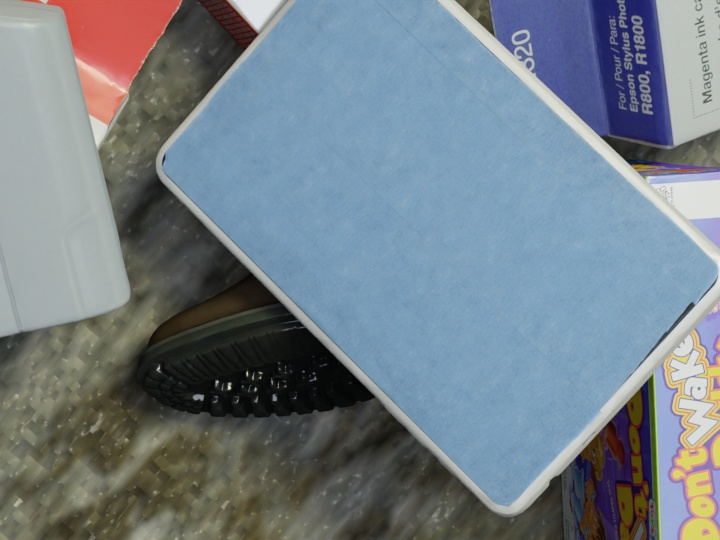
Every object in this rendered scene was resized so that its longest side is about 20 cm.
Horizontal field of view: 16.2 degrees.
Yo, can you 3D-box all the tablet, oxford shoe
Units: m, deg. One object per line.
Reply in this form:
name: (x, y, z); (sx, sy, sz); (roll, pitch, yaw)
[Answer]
tablet: (0.028, -0.020, 0.956); (0.200, 0.014, 0.130); (44, 100, 13)
oxford shoe: (0.000, 0.000, 1.020); (0.199, 0.073, 0.085); (-22, 53, 10)

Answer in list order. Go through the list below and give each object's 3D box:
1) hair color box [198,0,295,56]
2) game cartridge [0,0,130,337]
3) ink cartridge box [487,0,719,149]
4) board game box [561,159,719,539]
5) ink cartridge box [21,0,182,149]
hair color box: (-0.046, -0.171, 1.003); (0.111, 0.064, 0.200); (-45, 102, -6)
game cartridge: (-0.196, -0.030, 0.938); (0.199, 0.042, 0.134); (-12, 113, 2)
ink cartridge box: (0.141, -0.156, 1.009); (0.199, 0.043, 0.197); (-22, 116, -21)
board game box: (0.118, 0.058, 1.015); (0.045, 0.134, 0.201); (-4, 94, -11)
ink cartridge box: (-0.172, -0.076, 0.963); (0.160, 0.050, 0.200); (30, 109, -11)
